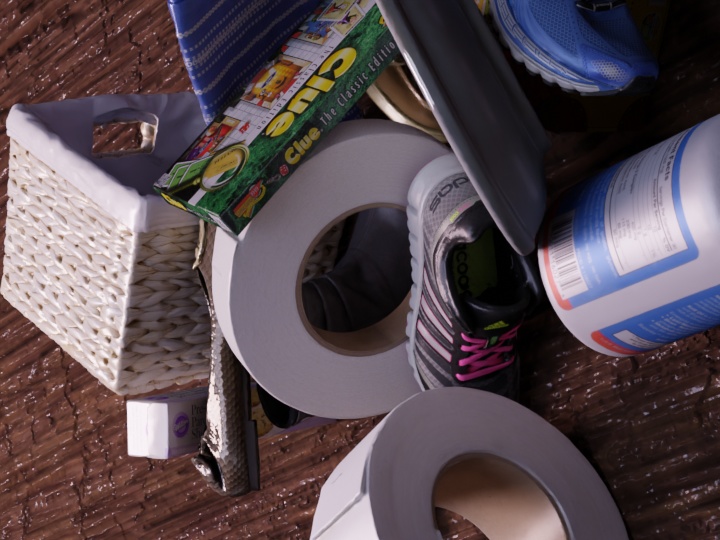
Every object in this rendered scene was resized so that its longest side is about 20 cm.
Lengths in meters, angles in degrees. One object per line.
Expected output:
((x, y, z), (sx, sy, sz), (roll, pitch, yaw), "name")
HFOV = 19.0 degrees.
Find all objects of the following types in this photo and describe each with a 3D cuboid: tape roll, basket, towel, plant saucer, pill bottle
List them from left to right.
((-0.141, -0.026, 1.601), (0.200, 0.197, 0.162), (32, 121, 45), "basket")
((-0.059, -0.137, 1.470), (0.024, 0.145, 0.201), (9, 131, 36), "towel")
((0.000, 0.000, 1.415), (0.037, 0.201, 0.204), (42, 125, 58), "tape roll")
((0.071, 0.175, 1.341), (0.071, 0.201, 0.203), (-47, 58, 43), "tape roll")
((0.067, -0.107, 1.262), (0.050, 0.200, 0.201), (-28, 65, 7), "plant saucer")
((0.204, -0.027, 1.230), (0.200, 0.112, 0.113), (-25, 74, 49), "pill bottle")

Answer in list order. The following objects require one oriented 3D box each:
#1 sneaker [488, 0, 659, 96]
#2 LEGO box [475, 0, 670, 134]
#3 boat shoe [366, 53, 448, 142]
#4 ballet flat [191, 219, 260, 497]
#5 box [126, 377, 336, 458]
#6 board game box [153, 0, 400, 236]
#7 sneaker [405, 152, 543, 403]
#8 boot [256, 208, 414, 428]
((0.114, -0.182, 1.237), (0.201, 0.078, 0.089), (59, 135, 27), "sneaker")
((0.122, -0.203, 1.346), (0.149, 0.077, 0.202), (29, 115, 46), "LEGO box")
((0.029, -0.180, 1.472), (0.063, 0.073, 0.202), (-52, 47, 46), "boat shoe")
((-0.098, 0.054, 1.459), (0.067, 0.046, 0.202), (77, -173, -84), "ballet flat")
((-0.088, 0.101, 1.538), (0.038, 0.199, 0.042), (2, 94, 35), "box")
((-0.042, -0.112, 1.389), (0.200, 0.023, 0.105), (-49, 33, -12), "board game box")
((0.076, 0.029, 1.387), (0.087, 0.073, 0.201), (-135, 35, -59), "sneaker")
((-0.009, 0.006, 1.484), (0.070, 0.131, 0.202), (3, 95, 52), "boot")
